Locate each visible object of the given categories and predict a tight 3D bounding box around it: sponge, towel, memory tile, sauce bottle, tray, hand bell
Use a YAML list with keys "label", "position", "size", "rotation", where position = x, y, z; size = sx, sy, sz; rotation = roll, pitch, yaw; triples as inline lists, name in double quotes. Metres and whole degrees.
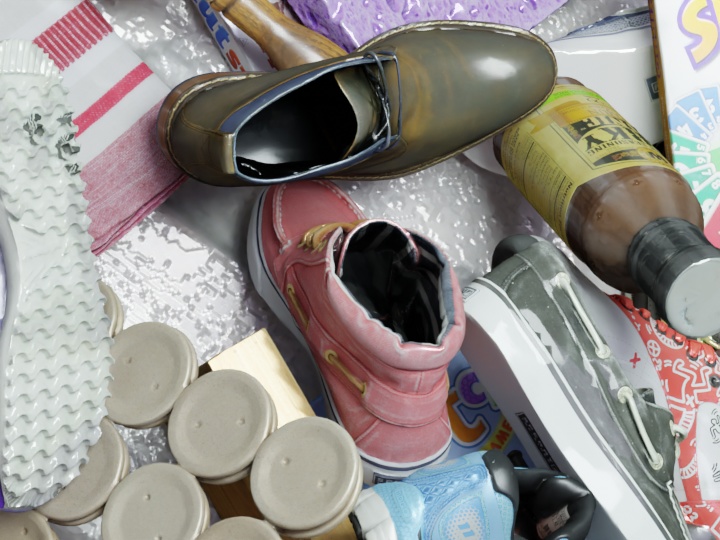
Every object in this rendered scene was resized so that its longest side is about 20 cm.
- label: "sponge"
  position: [0.050, -0.165, 1.180]
  size: [0.200, 0.030, 0.112]
  rotation: [-39, 94, -35]
- label: "towel"
  position: [-0.166, -0.102, 1.061]
  size: [0.200, 0.023, 0.144]
  rotation: [47, 38, -4]
- label: "memory tile"
  position: [-0.105, 0.098, 0.978]
  size: [0.200, 0.017, 0.154]
  rotation: [30, 80, 33]
- label: "sauce bottle"
  position: [0.124, -0.030, 1.070]
  size: [0.064, 0.200, 0.065]
  rotation: [-9, 119, -16]
- label: "tray"
  position: [-0.023, 0.131, 1.045]
  size: [0.037, 0.099, 0.201]
  rotation: [-29, 88, -24]
- label: "hand bell"
  position: [-0.059, -0.130, 1.094]
  size: [0.200, 0.104, 0.104]
  rotation: [40, 64, -13]

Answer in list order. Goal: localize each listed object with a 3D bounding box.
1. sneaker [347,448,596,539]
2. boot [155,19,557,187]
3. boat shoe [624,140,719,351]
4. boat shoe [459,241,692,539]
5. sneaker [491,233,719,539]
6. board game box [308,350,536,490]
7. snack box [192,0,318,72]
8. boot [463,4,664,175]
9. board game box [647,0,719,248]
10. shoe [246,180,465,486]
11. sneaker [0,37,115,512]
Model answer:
- label: "sneaker"
  position: [0.075, 0.136, 1.005]
  size: [0.090, 0.200, 0.079]
  rotation: [-31, 57, 12]
- label: "boot"
  position: [0.011, -0.071, 1.049]
  size: [0.199, 0.097, 0.075]
  rotation: [-13, 104, -13]
- label: "boat shoe"
  position: [0.178, 0.027, 1.180]
  size: [0.071, 0.061, 0.202]
  rotation: [-3, 77, -24]
- label: "boat shoe"
  position: [0.118, 0.081, 1.035]
  size: [0.064, 0.071, 0.200]
  rotation: [-34, 98, -15]
- label: "sneaker"
  position: [0.152, 0.051, 1.114]
  size: [0.108, 0.067, 0.202]
  rotation: [-32, 95, -18]
- label: "board game box"
  position: [0.062, 0.126, 1.118]
  size: [0.151, 0.037, 0.200]
  rotation: [-34, 90, -27]
- label: "snack box"
  position: [-0.055, -0.155, 1.151]
  size: [0.072, 0.024, 0.201]
  rotation: [-30, 89, -25]
- label: "boot"
  position: [0.142, -0.105, 1.203]
  size: [0.199, 0.090, 0.073]
  rotation: [-14, 107, 0]
- label: "board game box"
  position: [0.199, -0.095, 1.141]
  size: [0.095, 0.030, 0.201]
  rotation: [-7, 90, -1]
- label: "shoe"
  position: [0.000, 0.000, 1.046]
  size: [0.071, 0.091, 0.200]
  rotation: [-6, 44, -17]
- label: "sneaker"
  position: [-0.170, 0.004, 0.980]
  size: [0.069, 0.099, 0.201]
  rotation: [-8, 95, -56]
